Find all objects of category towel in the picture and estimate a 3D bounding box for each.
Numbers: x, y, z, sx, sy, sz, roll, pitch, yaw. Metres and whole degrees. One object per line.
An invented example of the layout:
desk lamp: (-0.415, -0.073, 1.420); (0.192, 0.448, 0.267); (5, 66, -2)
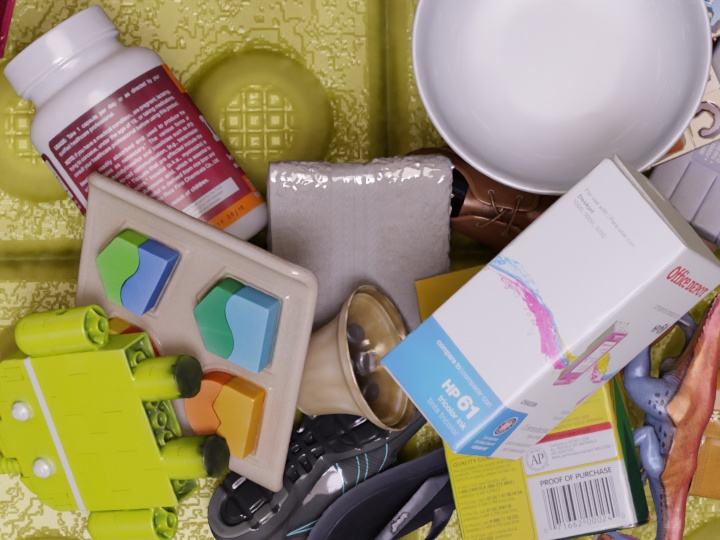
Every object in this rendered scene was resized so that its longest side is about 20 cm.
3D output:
towel: (0.000, 0.000, 1.481); (0.132, 0.034, 0.200); (-3, 129, -6)

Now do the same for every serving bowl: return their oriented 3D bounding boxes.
serving bowl: (0.135, -0.147, 1.401); (0.200, 0.066, 0.200); (0, 85, 4)

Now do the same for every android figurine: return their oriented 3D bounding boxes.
android figurine: (-0.189, 0.110, 1.457); (0.200, 0.041, 0.182); (-6, 110, 32)

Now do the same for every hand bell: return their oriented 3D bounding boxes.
hand bell: (-0.070, 0.083, 1.480); (0.200, 0.104, 0.104); (-15, 90, 26)

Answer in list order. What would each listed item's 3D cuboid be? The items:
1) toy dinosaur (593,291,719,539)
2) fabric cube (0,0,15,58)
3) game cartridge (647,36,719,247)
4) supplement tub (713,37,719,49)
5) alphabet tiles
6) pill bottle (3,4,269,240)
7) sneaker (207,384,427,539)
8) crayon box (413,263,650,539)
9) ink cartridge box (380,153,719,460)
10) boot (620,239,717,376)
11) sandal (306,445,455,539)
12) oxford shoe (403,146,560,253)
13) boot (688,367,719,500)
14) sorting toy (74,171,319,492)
toy dinosaur: (0.211, 0.117, 1.463); (0.105, 0.200, 0.182); (2, 68, -36)
fabric cube: (-0.327, -0.272, 1.428); (0.199, 0.200, 0.196); (11, 86, -7)
game cartridge: (0.293, -0.106, 1.443); (0.130, 0.038, 0.200); (29, 84, 14)
supplement tub: (0.165, -0.186, 1.511); (0.200, 0.123, 0.123); (7, 88, -6)
alphabet tiles: (0.200, -0.160, 1.434); (0.200, 0.008, 0.167); (-23, 85, 1)
pill bottle: (-0.162, -0.085, 1.480); (0.113, 0.113, 0.200); (-36, 93, -6)
sneaker: (-0.020, 0.141, 1.511); (0.200, 0.075, 0.079); (-36, 137, -2)
crayon box: (0.119, 0.092, 1.451); (0.127, 0.051, 0.200); (-13, 81, 18)
ink cartridge box: (0.131, 0.028, 1.348); (0.200, 0.145, 0.085); (-44, 71, 11)
boot: (0.150, -0.011, 1.537); (0.200, 0.077, 0.155); (36, 89, -11)
sandal: (0.044, 0.170, 1.498); (0.200, 0.076, 0.043); (-30, 54, -13)
oxford shoe: (0.108, -0.037, 1.476); (0.200, 0.071, 0.071); (20, 99, 26)
boot: (0.318, 0.083, 1.543); (0.144, 0.071, 0.201); (11, 92, -8)
sorting toy: (-0.124, 0.048, 1.428); (0.185, 0.036, 0.200); (24, 128, 20)
